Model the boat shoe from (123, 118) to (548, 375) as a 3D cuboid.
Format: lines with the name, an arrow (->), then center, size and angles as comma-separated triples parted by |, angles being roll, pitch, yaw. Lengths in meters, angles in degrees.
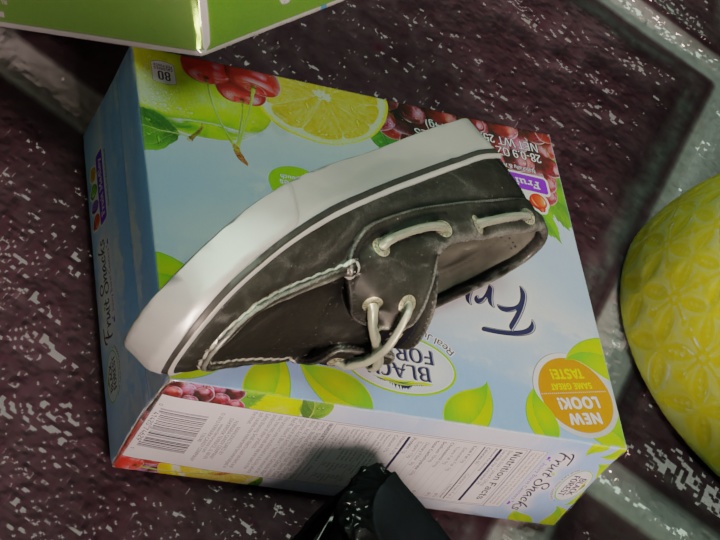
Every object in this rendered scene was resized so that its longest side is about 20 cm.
boat shoe -> 0.000, 0.000, 0.798 | 0.064, 0.071, 0.200 | 49, 44, 13

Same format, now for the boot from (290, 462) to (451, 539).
boot -> 0.060, 0.134, 0.813 | 0.168, 0.076, 0.200 | 48, 50, 7

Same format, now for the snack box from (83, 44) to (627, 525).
snack box -> -0.005, 0.008, 0.887 | 0.200, 0.068, 0.169 | 10, 49, -24

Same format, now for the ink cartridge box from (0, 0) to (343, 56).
ink cartridge box -> -0.120, -0.127, 0.871 | 0.148, 0.076, 0.200 | 13, 29, 37

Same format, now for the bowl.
bowl -> 0.231, 0.015, 1.007 | 0.200, 0.108, 0.200 | 18, 46, -20
